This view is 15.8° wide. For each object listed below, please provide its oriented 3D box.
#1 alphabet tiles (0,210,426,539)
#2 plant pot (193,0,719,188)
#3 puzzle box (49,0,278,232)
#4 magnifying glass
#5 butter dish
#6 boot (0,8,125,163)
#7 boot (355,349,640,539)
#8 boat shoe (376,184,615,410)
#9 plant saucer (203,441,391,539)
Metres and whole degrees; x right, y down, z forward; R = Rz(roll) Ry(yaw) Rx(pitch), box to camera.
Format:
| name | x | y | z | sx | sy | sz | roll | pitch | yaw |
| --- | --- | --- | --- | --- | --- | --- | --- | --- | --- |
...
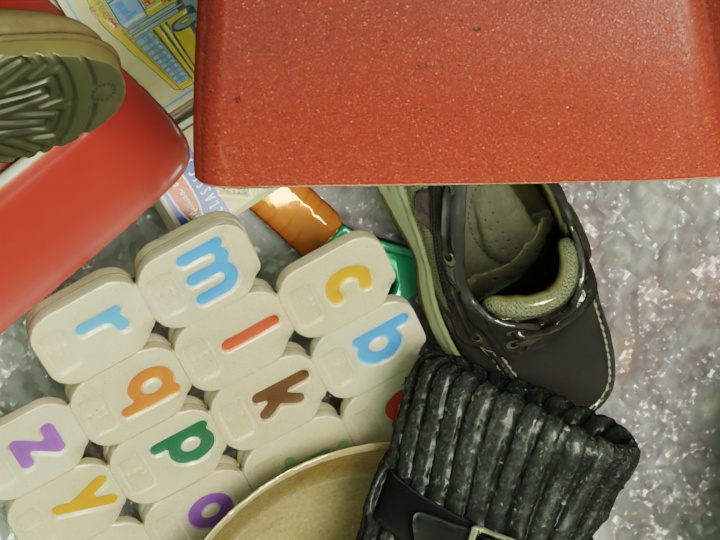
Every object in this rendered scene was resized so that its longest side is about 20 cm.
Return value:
| name | x | y | z | sx | sy | sz | roll | pitch | yaw |
| --- | --- | --- | --- | --- | --- | --- | --- | --- | --- |
| alphabet tiles | -0.063 | 0.065 | 1.107 | 0.195 | 0.015 | 0.200 | -28 | 131 | -2 |
| plant pot | 0.039 | -0.158 | 0.961 | 0.199 | 0.200 | 0.177 | -1 | 123 | 9 |
| puzzle box | -0.074 | -0.128 | 1.106 | 0.133 | 0.025 | 0.200 | -34 | 99 | -11 |
| magnifying glass | 0.000 | 0.000 | 1.152 | 0.200 | 0.022 | 0.080 | 42 | 90 | -11 |
| butter dish | -0.202 | -0.026 | 1.061 | 0.200 | 0.148 | 0.199 | 42 | 63 | 15 |
| boot | -0.192 | -0.137 | 1.004 | 0.174 | 0.066 | 0.201 | -7 | 60 | -11 |
| boot | 0.087 | 0.141 | 1.073 | 0.211 | 0.079 | 0.158 | 28 | 91 | 2 |
| boat shoe | 0.063 | 0.002 | 1.091 | 0.073 | 0.065 | 0.200 | -40 | 129 | -8 |
| plant saucer | -0.001 | 0.164 | 1.151 | 0.199 | 0.035 | 0.201 | -6 | 110 | -17 |
